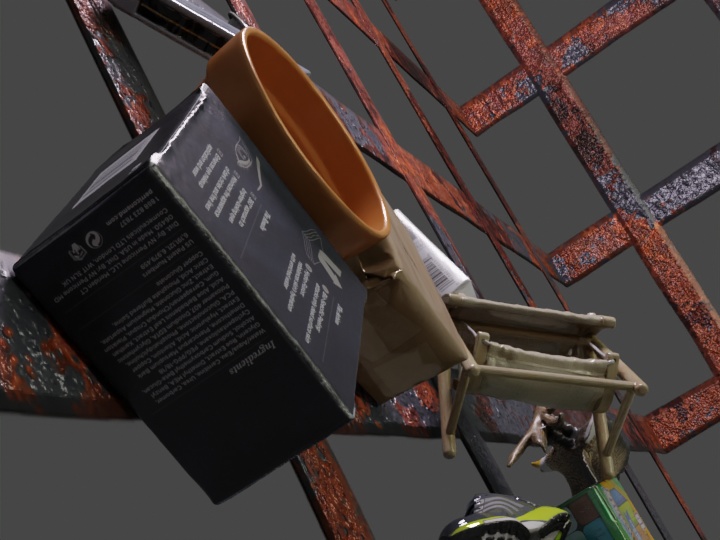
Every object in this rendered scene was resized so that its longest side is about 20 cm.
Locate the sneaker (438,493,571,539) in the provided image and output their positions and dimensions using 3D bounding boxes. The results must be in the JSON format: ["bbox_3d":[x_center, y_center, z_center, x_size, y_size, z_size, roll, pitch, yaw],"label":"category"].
[{"bbox_3d":[0.123,0.252,1.123,0.080,0.075,0.199,20,4,35],"label":"sneaker"}]

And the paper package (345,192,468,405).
[{"bbox_3d":[0.000,0.000,1.117,0.200,0.103,0.192,50,14,-54],"label":"paper package"}]

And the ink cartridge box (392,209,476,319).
[{"bbox_3d":[0.097,0.038,1.486,0.163,0.057,0.201,47,-16,40],"label":"ink cartridge box"}]

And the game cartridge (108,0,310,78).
[{"bbox_3d":[-0.145,-0.227,1.148,0.199,0.041,0.133,30,14,0],"label":"game cartridge"}]

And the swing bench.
[{"bbox_3d":[0.185,0.109,1.311,0.197,0.131,0.201,7,31,-10],"label":"swing bench"}]

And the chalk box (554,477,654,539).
[{"bbox_3d":[0.240,0.309,1.267,0.125,0.124,0.200,60,15,14],"label":"chalk box"}]

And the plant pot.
[{"bbox_3d":[-0.087,-0.076,0.962,0.201,0.139,0.200,52,15,-20],"label":"plant pot"}]

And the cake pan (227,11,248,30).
[{"bbox_3d":[-0.096,-0.194,1.307,0.201,0.037,0.200,53,-2,2],"label":"cake pan"}]

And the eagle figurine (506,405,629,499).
[{"bbox_3d":[0.285,0.257,1.534,0.200,0.152,0.151,48,-5,-13],"label":"eagle figurine"}]

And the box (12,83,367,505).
[{"bbox_3d":[-0.099,0.008,0.785,0.201,0.117,0.197,52,16,-15],"label":"box"}]
